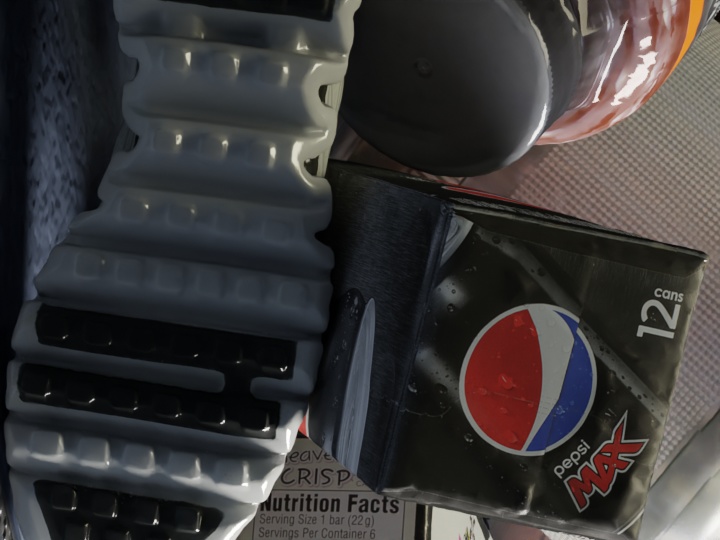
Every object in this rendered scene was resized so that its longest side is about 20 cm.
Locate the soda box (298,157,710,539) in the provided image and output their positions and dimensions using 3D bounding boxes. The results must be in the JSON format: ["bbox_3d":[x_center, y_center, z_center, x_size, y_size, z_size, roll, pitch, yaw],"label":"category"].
[{"bbox_3d":[0.019,0.014,0.733,0.200,0.063,0.071,-156,-100,-77],"label":"soda box"}]

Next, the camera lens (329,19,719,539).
[{"bbox_3d":[0.078,-0.005,0.946,0.160,0.200,0.160,-47,170,-11],"label":"camera lens"}]

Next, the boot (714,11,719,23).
[{"bbox_3d":[0.099,-0.093,1.123,0.155,0.072,0.200,104,-7,-51],"label":"boot"}]

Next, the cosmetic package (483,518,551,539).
[{"bbox_3d":[0.087,0.062,1.205,0.151,0.052,0.200,-56,-159,18],"label":"cosmetic package"}]

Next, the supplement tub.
[{"bbox_3d":[0.060,-0.105,0.834,0.200,0.107,0.107,-51,144,-46],"label":"supplement tub"}]

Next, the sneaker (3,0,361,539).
[{"bbox_3d":[-0.036,-0.017,0.730,0.081,0.075,0.200,-37,141,-85],"label":"sneaker"}]

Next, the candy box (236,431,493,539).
[{"bbox_3d":[-0.002,0.158,0.863,0.136,0.061,0.200,64,29,-68],"label":"candy box"}]
